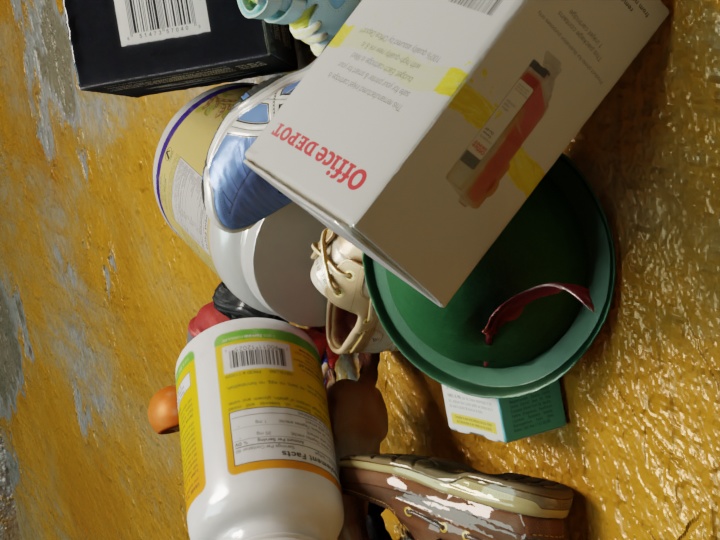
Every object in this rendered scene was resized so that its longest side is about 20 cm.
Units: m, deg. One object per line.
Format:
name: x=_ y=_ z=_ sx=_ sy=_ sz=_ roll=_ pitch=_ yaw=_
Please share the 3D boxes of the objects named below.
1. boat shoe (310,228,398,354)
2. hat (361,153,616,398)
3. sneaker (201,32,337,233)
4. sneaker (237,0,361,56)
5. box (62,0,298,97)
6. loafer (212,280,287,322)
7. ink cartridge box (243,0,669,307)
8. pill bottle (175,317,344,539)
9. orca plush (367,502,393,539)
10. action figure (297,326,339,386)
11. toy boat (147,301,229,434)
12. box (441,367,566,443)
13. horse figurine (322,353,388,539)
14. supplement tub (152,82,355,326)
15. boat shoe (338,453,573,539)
boat shoe: x=0.000 y=0.000 z=1.040 sx=0.201 sy=0.068 sz=0.074 roll=86 pitch=165 yaw=-53
hat: x=0.043 y=0.009 z=0.851 sx=0.166 sy=0.176 sz=0.201 roll=43 pitch=121 yaw=11
sneaker: x=-0.027 y=-0.098 z=1.013 sx=0.076 sy=0.200 sz=0.077 roll=43 pitch=-174 yaw=-33
sneaker: x=-0.035 y=-0.173 z=1.064 sx=0.079 sy=0.129 sz=0.202 roll=38 pitch=136 yaw=53
box: x=-0.135 y=-0.198 z=1.171 sx=0.200 sy=0.146 sz=0.106 roll=-65 pitch=-35 yaw=-84
loafer: x=-0.085 y=0.012 z=1.296 sx=0.071 sy=0.068 sz=0.201 roll=-61 pitch=5 yaw=2
ink cartridge box: x=0.047 y=-0.099 z=0.826 sx=0.083 sy=0.201 sz=0.145 roll=39 pitch=178 yaw=-33
pill bottle: x=-0.071 y=0.144 z=1.079 sx=0.112 sy=0.110 sz=0.201 roll=106 pitch=160 yaw=-48
orca plush: x=0.044 y=0.275 z=1.230 sx=0.105 sy=0.070 sz=0.203 roll=11 pitch=-107 yaw=-67
action figure: x=-0.064 y=0.120 z=1.264 sx=0.201 sy=0.065 sz=0.100 roll=-63 pitch=-17 yaw=-51
toy boat: x=-0.140 y=0.129 z=1.458 sx=0.131 sy=0.129 sz=0.201 roll=99 pitch=149 yaw=-41
box: x=0.079 y=0.005 z=0.992 sx=0.082 sy=0.049 sz=0.202 roll=-176 pitch=75 yaw=-66
horse figurine: x=-0.010 y=0.140 z=1.165 sx=0.132 sy=0.049 sz=0.202 roll=176 pitch=105 yaw=-74
supplement tub: x=-0.066 y=-0.052 z=1.176 sx=0.200 sy=0.144 sz=0.147 roll=39 pitch=136 yaw=55
boat shoe: x=0.055 y=0.164 z=1.031 sx=0.199 sy=0.072 sz=0.068 roll=6 pitch=88 yaw=46
